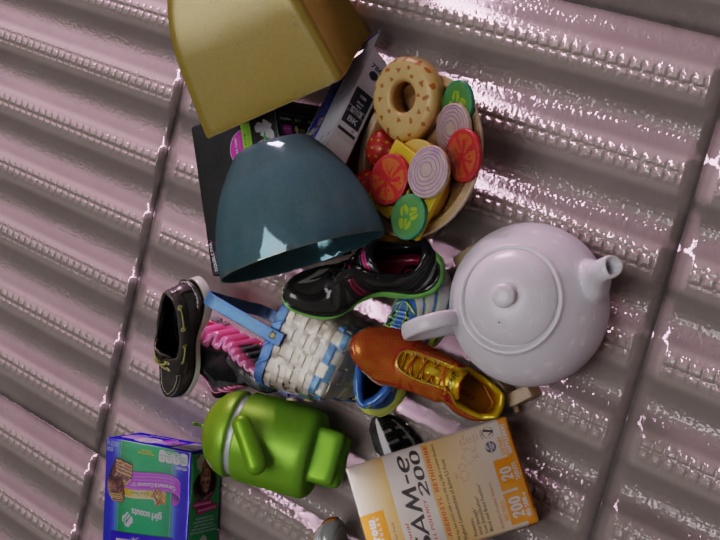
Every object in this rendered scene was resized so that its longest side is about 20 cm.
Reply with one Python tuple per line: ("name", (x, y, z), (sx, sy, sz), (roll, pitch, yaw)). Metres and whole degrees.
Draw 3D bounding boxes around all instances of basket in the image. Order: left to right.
("basket", (-0.085, 0.084, 1.657), (0.199, 0.176, 0.140), (32, 97, 25))

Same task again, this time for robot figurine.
("robot figurine", (-0.116, 0.222, 1.692), (0.197, 0.175, 0.117), (13, 82, 13))

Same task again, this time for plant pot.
("plant pot", (-0.130, -0.314, 1.608), (0.192, 0.196, 0.202), (-20, 111, 20))
("plant pot", (-0.083, -0.079, 1.521), (0.198, 0.199, 0.137), (-20, 84, 35))

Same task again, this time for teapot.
("teapot", (0.173, 0.036, 1.461), (0.196, 0.146, 0.202), (32, 98, 24))

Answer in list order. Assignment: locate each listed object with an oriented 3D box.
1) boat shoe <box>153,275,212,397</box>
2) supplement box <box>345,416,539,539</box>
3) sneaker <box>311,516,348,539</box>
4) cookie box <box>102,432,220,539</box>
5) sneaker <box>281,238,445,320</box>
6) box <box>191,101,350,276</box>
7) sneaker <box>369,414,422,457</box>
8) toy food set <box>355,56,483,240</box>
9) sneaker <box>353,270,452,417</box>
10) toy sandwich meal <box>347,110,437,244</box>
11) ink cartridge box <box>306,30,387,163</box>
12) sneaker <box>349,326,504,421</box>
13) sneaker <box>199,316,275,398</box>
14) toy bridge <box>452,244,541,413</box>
("boat shoe", (-0.250, 0.096, 1.770), (0.072, 0.060, 0.203), (44, 134, 33))
("supplement box", (0.095, 0.261, 1.526), (0.198, 0.074, 0.128), (-19, 77, 3))
("sneaker", (-0.007, 0.411, 1.664), (0.091, 0.075, 0.203), (-6, 93, 29))
("cookie box", (-0.282, 0.343, 1.860), (0.169, 0.075, 0.203), (3, 92, 36))
("sneaker", (0.000, 0.000, 1.560), (0.197, 0.084, 0.077), (-14, 50, 2))
("box", (-0.116, -0.105, 1.714), (0.147, 0.124, 0.203), (-15, 82, 35))
("sneaker", (0.052, 0.273, 1.613), (0.080, 0.073, 0.202), (-37, 67, 33))
("toy food set", (0.066, -0.137, 1.534), (0.198, 0.048, 0.202), (39, 109, 41))
("sneaker", (0.050, 0.087, 1.582), (0.075, 0.105, 0.202), (24, 96, 14))
("toy sandwich meal", (0.040, -0.115, 1.629), (0.203, 0.070, 0.208), (-1, 89, 37))
("ink cartridge box", (-0.021, -0.200, 1.641), (0.099, 0.039, 0.202), (-28, 34, 54))
("sneaker", (0.081, 0.114, 1.519), (0.077, 0.198, 0.074), (-22, 47, 68))
("sneaker", (-0.172, 0.135, 1.786), (0.199, 0.078, 0.097), (27, 112, 46))
("toy bridge", (0.151, 0.075, 1.570), (0.067, 0.027, 0.202), (-30, 72, 34))
